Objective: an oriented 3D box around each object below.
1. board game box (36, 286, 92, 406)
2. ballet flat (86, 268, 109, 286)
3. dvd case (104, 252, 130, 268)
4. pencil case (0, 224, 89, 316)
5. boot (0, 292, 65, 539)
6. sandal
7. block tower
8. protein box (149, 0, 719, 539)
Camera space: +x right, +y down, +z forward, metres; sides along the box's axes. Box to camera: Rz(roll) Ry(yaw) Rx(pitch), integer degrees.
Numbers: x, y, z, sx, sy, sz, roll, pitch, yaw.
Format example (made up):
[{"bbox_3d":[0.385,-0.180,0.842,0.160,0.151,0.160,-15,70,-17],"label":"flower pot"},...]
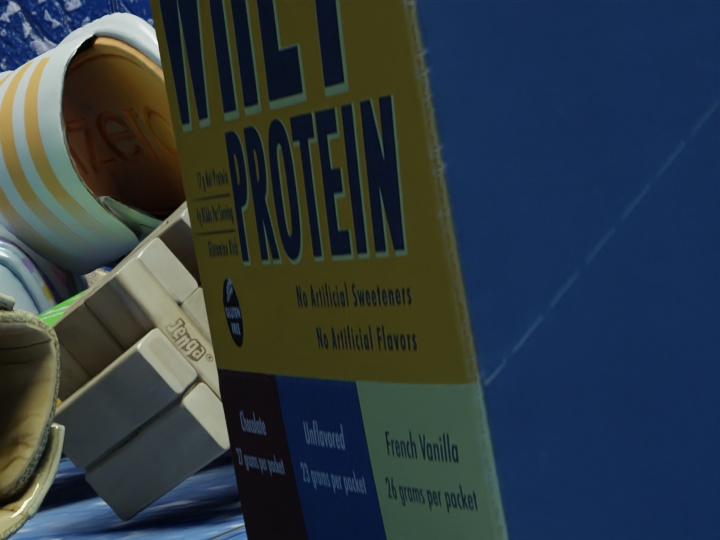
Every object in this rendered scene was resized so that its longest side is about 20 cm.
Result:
[{"bbox_3d":[-0.095,0.029,0.821,0.199,0.030,0.095,-31,10,-19],"label":"board game box"},{"bbox_3d":[-0.034,0.004,1.207,0.199,0.068,0.068,-11,3,-17],"label":"ballet flat"},{"bbox_3d":[-0.008,-0.033,0.974,0.150,0.025,0.200,19,-29,-20],"label":"dvd case"},{"bbox_3d":[-0.147,0.025,0.993,0.091,0.083,0.200,-51,5,-1],"label":"pencil case"},{"bbox_3d":[-0.135,0.023,0.709,0.155,0.073,0.200,-8,26,33],"label":"boot"},{"bbox_3d":[-0.108,-0.032,0.932,0.059,0.079,0.206,-42,15,-26],"label":"sandal"},{"bbox_3d":[-0.014,-0.016,0.757,0.058,0.054,0.200,-35,8,45],"label":"block tower"},{"bbox_3d":[0.074,-0.050,0.464,0.197,0.201,0.135,-11,3,-19],"label":"protein box"}]
